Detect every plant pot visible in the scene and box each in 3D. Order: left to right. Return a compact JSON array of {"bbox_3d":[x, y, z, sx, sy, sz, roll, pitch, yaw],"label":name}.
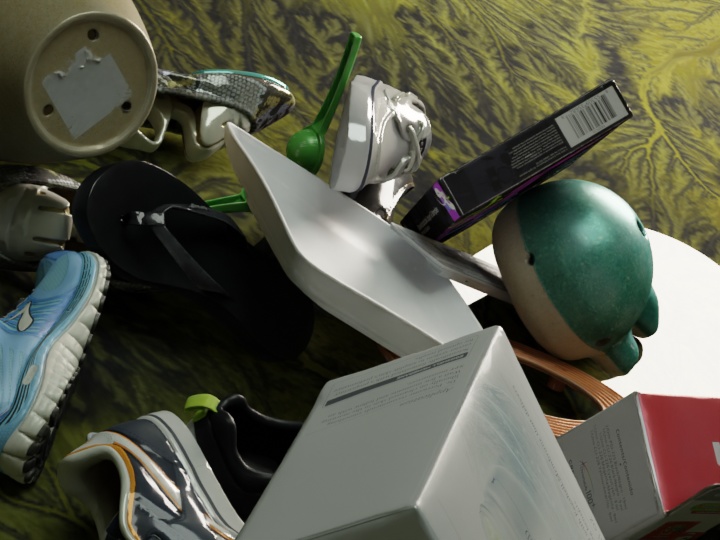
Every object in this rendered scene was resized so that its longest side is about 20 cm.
[{"bbox_3d":[-0.217,-0.144,1.448,0.186,0.189,0.200,3,17,-35],"label":"plant pot"}]

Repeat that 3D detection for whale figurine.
[{"bbox_3d":[0.181,-0.002,1.648,0.200,0.103,0.160,15,49,-57],"label":"whale figurine"}]

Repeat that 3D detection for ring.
[{"bbox_3d":[0.102,0.081,1.519,0.199,0.019,0.201,18,14,-5],"label":"ring"}]

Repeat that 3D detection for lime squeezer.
[{"bbox_3d":[-0.060,-0.083,1.583,0.071,0.200,0.038,47,3,-25],"label":"lime squeezer"}]

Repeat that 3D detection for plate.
[{"bbox_3d":[0.000,0.000,1.466,0.199,0.032,0.200,33,14,-31],"label":"plate"}]

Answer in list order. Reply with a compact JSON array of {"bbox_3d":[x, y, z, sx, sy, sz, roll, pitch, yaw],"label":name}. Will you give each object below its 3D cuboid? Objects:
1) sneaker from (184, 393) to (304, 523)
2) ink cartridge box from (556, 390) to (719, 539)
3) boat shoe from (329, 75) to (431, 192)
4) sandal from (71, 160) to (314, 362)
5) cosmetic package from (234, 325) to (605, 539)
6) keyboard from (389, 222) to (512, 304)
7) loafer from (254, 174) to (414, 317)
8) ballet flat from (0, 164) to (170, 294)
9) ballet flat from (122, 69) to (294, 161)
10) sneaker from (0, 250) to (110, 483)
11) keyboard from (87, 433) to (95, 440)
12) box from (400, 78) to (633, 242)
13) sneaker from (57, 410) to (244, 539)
[{"bbox_3d":[-0.021,0.137,1.287,0.199,0.083,0.072,28,40,-12],"label":"sneaker"},{"bbox_3d":[0.231,0.133,1.408,0.199,0.175,0.084,5,63,-34],"label":"ink cartridge box"},{"bbox_3d":[0.017,-0.094,1.571,0.065,0.073,0.200,12,10,0],"label":"boat shoe"},{"bbox_3d":[-0.099,-0.011,1.442,0.200,0.043,0.077,33,61,-32],"label":"sandal"},{"bbox_3d":[0.045,0.171,1.171,0.200,0.122,0.200,63,26,-16],"label":"cosmetic package"},{"bbox_3d":[0.087,0.001,1.624,0.056,0.011,0.200,47,13,29],"label":"keyboard"},{"bbox_3d":[-0.009,-0.024,1.614,0.072,0.073,0.200,51,37,0],"label":"loafer"},{"bbox_3d":[-0.186,-0.028,1.450,0.199,0.072,0.072,11,32,-27],"label":"ballet flat"},{"bbox_3d":[-0.140,-0.116,1.648,0.199,0.072,0.072,9,33,-28],"label":"ballet flat"},{"bbox_3d":[-0.207,0.040,1.329,0.089,0.079,0.200,20,29,-4],"label":"sneaker"},{"bbox_3d":[-0.069,0.125,1.350,0.199,0.011,0.056,6,35,-32],"label":"keyboard"},{"bbox_3d":[0.109,-0.072,1.611,0.036,0.142,0.200,59,-9,1],"label":"box"},{"bbox_3d":[-0.094,0.167,1.211,0.079,0.079,0.200,-15,52,-38],"label":"sneaker"}]
